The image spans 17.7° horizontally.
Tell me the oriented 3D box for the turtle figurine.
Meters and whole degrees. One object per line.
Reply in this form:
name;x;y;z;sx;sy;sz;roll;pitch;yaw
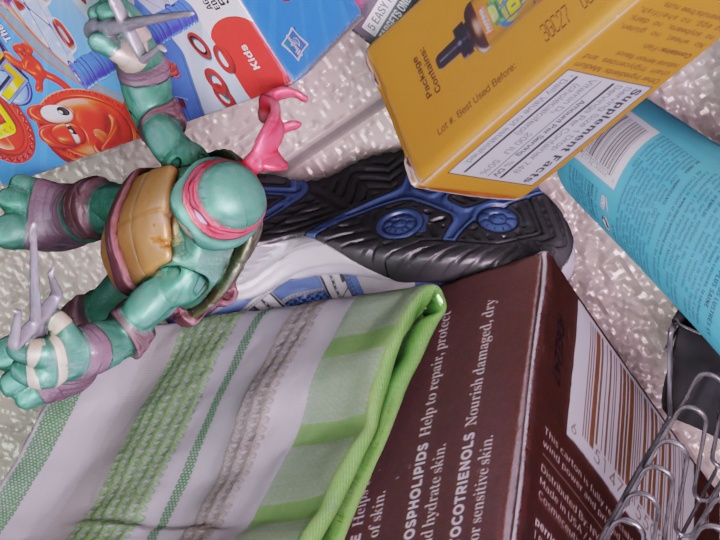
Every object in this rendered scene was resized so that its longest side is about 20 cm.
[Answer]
turtle figurine;-0.090;-0.015;0.894;0.100;0.151;0.200;23;156;-19

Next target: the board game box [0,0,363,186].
board game box;-0.128;-0.147;0.937;0.195;0.056;0.201;-15;116;45

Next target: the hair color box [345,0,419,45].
hair color box;-0.031;-0.186;0.937;0.199;0.061;0.100;37;117;5

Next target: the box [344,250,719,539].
box;0.024;0.128;0.945;0.199;0.165;0.166;-20;127;27

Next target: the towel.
towel;-0.069;0.069;0.924;0.199;0.150;0.031;-11;134;41

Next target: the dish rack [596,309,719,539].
dish rack;0.153;0.105;0.825;0.152;0.200;0.055;23;129;13

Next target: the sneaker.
sneaker;0.000;0.000;0.997;0.198;0.076;0.077;-1;127;24

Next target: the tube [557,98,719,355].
tube;0.133;-0.012;0.866;0.050;0.200;0.078;8;110;-22

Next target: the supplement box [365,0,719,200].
supplement box;0.092;-0.107;0.861;0.200;0.068;0.067;-38;60;35
